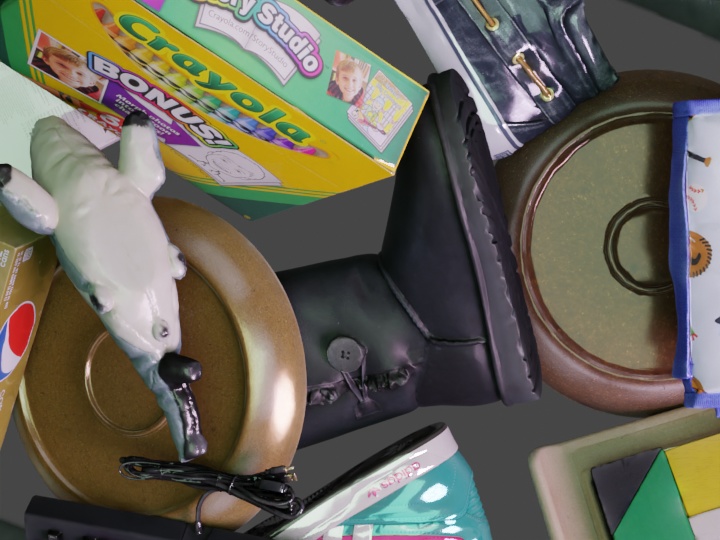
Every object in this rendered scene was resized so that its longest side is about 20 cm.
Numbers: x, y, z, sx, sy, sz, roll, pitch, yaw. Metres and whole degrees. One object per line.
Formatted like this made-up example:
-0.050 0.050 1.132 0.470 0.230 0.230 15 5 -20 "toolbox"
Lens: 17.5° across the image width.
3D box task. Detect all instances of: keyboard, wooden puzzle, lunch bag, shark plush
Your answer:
-0.091 0.156 1.279 0.199 0.021 0.128 8 117 14 "keyboard"
0.209 0.151 1.279 0.199 0.037 0.186 -14 59 -3 "wooden puzzle"
0.258 -0.012 1.250 0.199 0.124 0.171 -2 91 -22 "lunch bag"
-0.120 0.001 1.254 0.091 0.083 0.200 -35 87 -19 "shark plush"

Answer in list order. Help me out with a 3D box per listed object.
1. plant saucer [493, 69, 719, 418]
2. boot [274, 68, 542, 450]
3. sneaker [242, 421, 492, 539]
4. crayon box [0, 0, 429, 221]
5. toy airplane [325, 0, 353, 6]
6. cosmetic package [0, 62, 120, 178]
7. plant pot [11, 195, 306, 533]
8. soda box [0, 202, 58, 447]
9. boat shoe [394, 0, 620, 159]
0.165 -0.014 1.326 0.199 0.034 0.201 0 95 2 "plant saucer"
0.000 0.000 1.288 0.167 0.076 0.201 -11 112 11 "boot"
-0.006 0.185 1.326 0.200 0.084 0.121 -32 92 13 "sneaker"
-0.090 -0.109 1.229 0.200 0.172 0.058 32 70 -20 "crayon box"
0.009 -0.247 1.176 0.198 0.200 0.142 -15 57 -13 "toy airplane"
-0.210 -0.149 1.323 0.082 0.051 0.201 -26 93 6 "cosmetic package"
-0.122 0.059 1.304 0.199 0.027 0.201 2 94 28 "plant pot"
-0.229 0.058 1.303 0.064 0.068 0.201 24 109 12 "soda box"
0.063 -0.168 1.301 0.091 0.071 0.201 -30 99 9 "boat shoe"
